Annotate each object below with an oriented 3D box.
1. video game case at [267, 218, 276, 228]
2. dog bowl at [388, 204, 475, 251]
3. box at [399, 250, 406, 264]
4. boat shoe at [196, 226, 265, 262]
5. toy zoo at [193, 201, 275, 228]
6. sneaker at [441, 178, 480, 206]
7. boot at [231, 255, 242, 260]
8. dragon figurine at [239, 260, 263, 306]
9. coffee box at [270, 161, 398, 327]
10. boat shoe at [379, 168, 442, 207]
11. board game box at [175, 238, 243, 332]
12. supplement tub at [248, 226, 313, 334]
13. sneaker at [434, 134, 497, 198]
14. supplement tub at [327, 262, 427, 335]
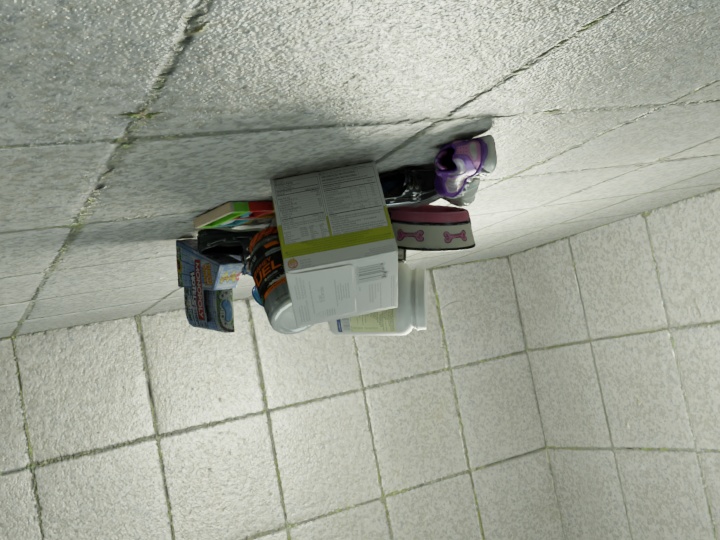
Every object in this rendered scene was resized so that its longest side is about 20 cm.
[{"bbox_3d":[-0.121,-0.064,1.840,0.178,0.023,0.200,16,168,-12],"label":"video game case"},{"bbox_3d":[0.135,-0.089,1.687,0.195,0.076,0.200,1,-171,0],"label":"dog bowl"},{"bbox_3d":[0.000,0.000,1.800,0.195,0.049,0.194,2,156,3],"label":"box"},{"bbox_3d":[-0.251,-0.051,1.765,0.195,0.067,0.075,8,153,-7],"label":"boat shoe"},{"bbox_3d":[-0.223,-0.114,1.695,0.198,0.021,0.130,-7,173,-45],"label":"toy zoo"},{"bbox_3d":[0.150,-0.177,1.681,0.196,0.072,0.081,-4,147,-18],"label":"sneaker"},{"bbox_3d":[-0.227,-0.048,1.855,0.197,0.074,0.090,27,145,-10],"label":"boot"},{"bbox_3d":[-0.200,0.041,1.841,0.097,0.202,0.059,-1,-138,24],"label":"dragon figurine"},{"bbox_3d":[-0.047,-0.046,1.516,0.196,0.201,0.201,-11,149,-5],"label":"coffee box"},{"bbox_3d":[0.082,-0.166,1.610,0.195,0.071,0.066,-7,160,2],"label":"boat shoe"},{"bbox_3d":[-0.329,0.034,1.826,0.061,0.205,0.198,-6,-175,-38],"label":"board game box"},{"bbox_3d":[-0.153,0.016,1.678,0.120,0.202,0.124,-17,143,-13],"label":"supplement tub"},{"bbox_3d":[0.167,-0.188,1.504,0.087,0.082,0.200,-2,167,-18],"label":"sneaker"},{"bbox_3d":[0.036,0.058,1.697,0.195,0.149,0.145,-1,176,7],"label":"supplement tub"}]
